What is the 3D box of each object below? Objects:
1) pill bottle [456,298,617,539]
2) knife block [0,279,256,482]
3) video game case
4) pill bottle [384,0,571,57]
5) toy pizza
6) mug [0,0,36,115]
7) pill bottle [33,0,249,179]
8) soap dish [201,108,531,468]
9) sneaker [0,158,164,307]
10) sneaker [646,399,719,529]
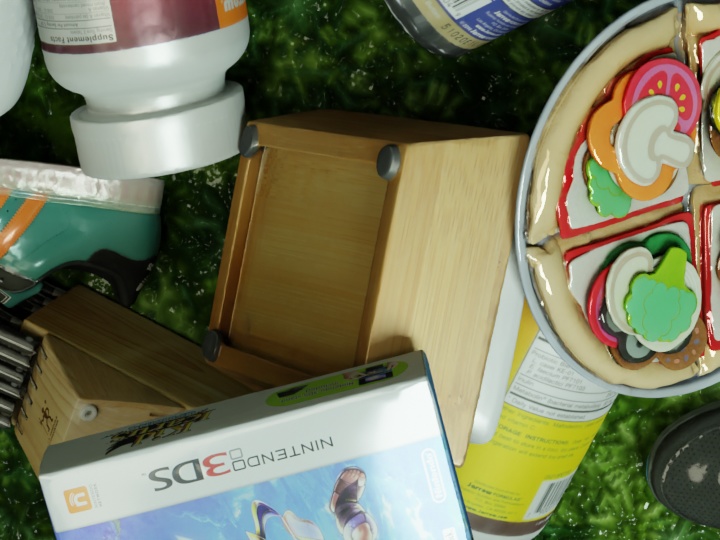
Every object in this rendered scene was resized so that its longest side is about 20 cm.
[{"bbox_3d":[0.084,0.034,1.198,0.109,0.109,0.201,29,114,9],"label":"pill bottle"},{"bbox_3d":[-0.151,0.052,1.327,0.199,0.176,0.064,7,119,-30],"label":"knife block"},{"bbox_3d":[-0.033,0.156,1.075,0.180,0.045,0.201,-14,104,3],"label":"video game case"},{"bbox_3d":[0.101,-0.190,1.117,0.199,0.112,0.112,-24,98,25],"label":"pill bottle"},{"bbox_3d":[0.160,-0.034,1.116,0.032,0.199,0.201,26,123,56],"label":"toy pizza"},{"bbox_3d":[-0.232,-0.154,1.211,0.147,0.200,0.176,-22,115,-19],"label":"mug"},{"bbox_3d":[-0.116,-0.155,1.209,0.109,0.110,0.201,-3,106,21],"label":"pill bottle"},{"bbox_3d":[0.000,0.000,1.163,0.200,0.081,0.158,14,93,59],"label":"soap dish"},{"bbox_3d":[-0.205,-0.021,1.262,0.199,0.071,0.080,5,92,-13],"label":"sneaker"},{"bbox_3d":[0.237,0.109,1.182,0.199,0.082,0.074,2,110,21],"label":"sneaker"}]
